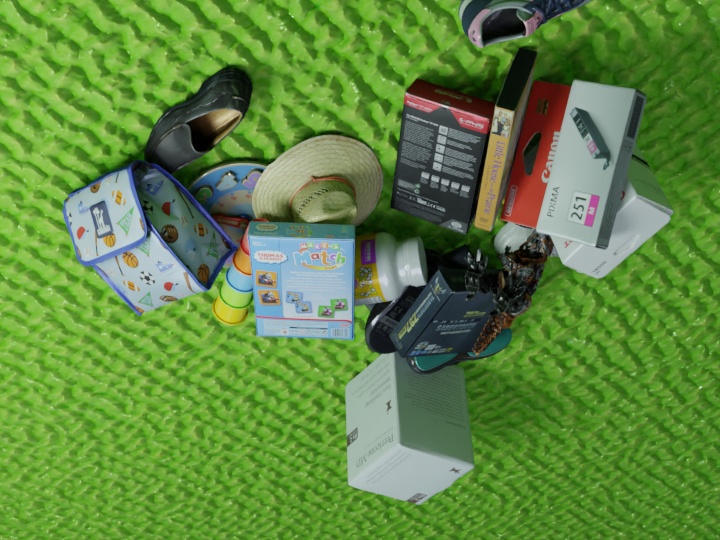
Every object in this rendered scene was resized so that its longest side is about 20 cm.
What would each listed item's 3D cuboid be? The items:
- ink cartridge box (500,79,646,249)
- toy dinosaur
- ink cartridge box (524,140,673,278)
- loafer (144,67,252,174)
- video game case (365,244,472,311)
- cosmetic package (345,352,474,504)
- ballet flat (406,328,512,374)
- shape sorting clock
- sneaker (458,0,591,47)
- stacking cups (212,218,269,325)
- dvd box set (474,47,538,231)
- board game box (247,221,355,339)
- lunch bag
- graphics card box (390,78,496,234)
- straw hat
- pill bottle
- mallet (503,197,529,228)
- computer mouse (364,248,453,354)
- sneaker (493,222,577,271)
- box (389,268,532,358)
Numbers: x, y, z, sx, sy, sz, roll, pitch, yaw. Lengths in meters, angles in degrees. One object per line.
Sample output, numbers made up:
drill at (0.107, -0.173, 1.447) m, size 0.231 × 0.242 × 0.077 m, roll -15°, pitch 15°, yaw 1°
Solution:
ink cartridge box at (0.266, -0.147, 1.226) m, size 0.043 × 0.172 × 0.204 m, roll 6°, pitch 100°, yaw -50°
toy dinosaur at (0.224, 0.031, 1.382) m, size 0.101 × 0.204 × 0.135 m, roll 7°, pitch 174°, yaw 34°
ink cartridge box at (0.320, -0.115, 1.292) m, size 0.083 × 0.202 × 0.145 m, roll 17°, pitch 131°, yaw -34°
loafer at (-0.223, -0.185, 1.250) m, size 0.072 × 0.073 × 0.199 m, roll 30°, pitch 125°, yaw -33°
video game case at (0.123, 0.047, 1.567) m, size 0.198 × 0.019 × 0.143 m, roll -28°, pitch 132°, yaw 19°
cosmetic package at (0.082, 0.272, 1.646) m, size 0.163 × 0.203 × 0.165 m, roll 21°, pitch 135°, yaw -26°
ballet flat at (0.165, 0.130, 1.619) m, size 0.197 × 0.074 × 0.074 m, roll -16°, pitch 139°, yaw -19°
shape sorting clock at (-0.173, -0.077, 1.390) m, size 0.196 × 0.040 × 0.202 m, roll -4°, pitch 136°, yaw -4°
sneaker at (0.223, -0.324, 1.160) m, size 0.197 × 0.083 × 0.071 m, roll -18°, pitch 135°, yaw 11°
stacking cups at (-0.177, 0.001, 1.403) m, size 0.059 × 0.061 × 0.201 m, roll 8°, pitch 139°, yaw -15°
dvd box set at (0.195, -0.175, 1.265) m, size 0.029 × 0.147 × 0.202 m, roll 15°, pitch 137°, yaw 11°
board game box at (-0.082, 0.018, 1.353) m, size 0.148 × 0.037 × 0.202 m, roll 2°, pitch 134°, yaw 1°
lunch bag at (-0.307, -0.050, 1.319) m, size 0.168 × 0.125 × 0.201 m, roll -17°, pitch 122°, yaw 36°
graphics card box at (0.113, -0.156, 1.302) m, size 0.123 × 0.051 × 0.202 m, roll 19°, pitch 134°, yaw 14°
straw hat at (-0.051, -0.086, 1.338) m, size 0.197 × 0.086 × 0.204 m, roll -10°, pitch 132°, yaw -11°
pill bottle at (0.000, 0.000, 1.428) m, size 0.196 × 0.105 × 0.105 m, roll -10°, pitch 136°, yaw 12°
mallet at (0.184, -0.120, 1.373) m, size 0.198 × 0.066 × 0.042 m, roll 28°, pitch 96°, yaw -28°
computer mouse at (0.082, 0.052, 1.523) m, size 0.138 × 0.053 × 0.200 m, roll 33°, pitch 110°, yaw -31°
sneaker at (0.303, -0.040, 1.433) m, size 0.197 × 0.117 × 0.074 m, roll -23°, pitch 136°, yaw 18°
box at (0.163, 0.066, 1.480) m, size 0.198 × 0.051 × 0.159 m, roll -1°, pitch 137°, yaw -41°
